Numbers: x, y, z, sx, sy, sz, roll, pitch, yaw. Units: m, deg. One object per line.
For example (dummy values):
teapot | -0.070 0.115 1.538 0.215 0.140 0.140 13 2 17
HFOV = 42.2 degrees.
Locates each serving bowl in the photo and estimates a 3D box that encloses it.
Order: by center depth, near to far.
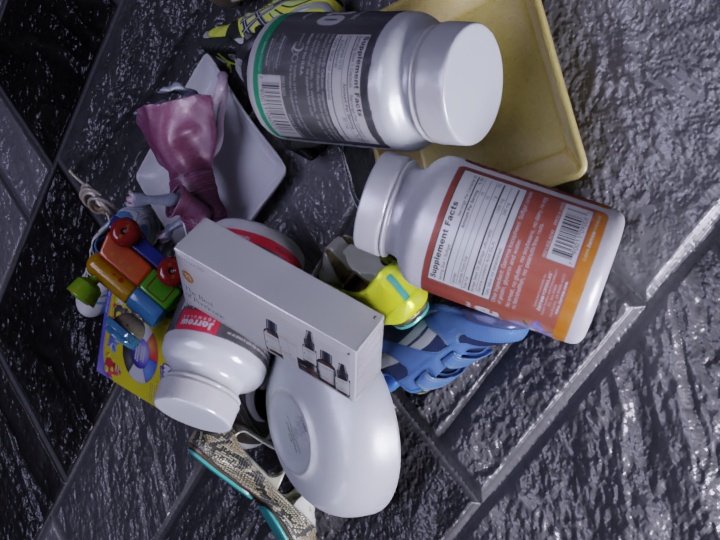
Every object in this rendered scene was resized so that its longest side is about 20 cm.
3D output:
serving bowl | -0.042 0.151 0.920 0.200 0.065 0.202 24 120 52

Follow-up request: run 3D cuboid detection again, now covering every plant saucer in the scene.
plant saucer | 0.095 -0.153 0.823 0.199 0.048 0.202 -17 88 39

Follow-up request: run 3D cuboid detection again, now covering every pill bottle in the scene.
pill bottle | 0.100 -0.025 0.750 0.199 0.112 0.113 20 106 13
pill bottle | 0.011 -0.160 0.785 0.199 0.113 0.114 11 99 35
pill bottle | -0.136 0.057 0.953 0.110 0.111 0.201 -8 54 41

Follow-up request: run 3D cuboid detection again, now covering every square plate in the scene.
square plate | -0.175 -0.113 1.092 0.200 0.028 0.199 -51 59 30

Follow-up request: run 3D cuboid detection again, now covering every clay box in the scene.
clay box | -0.247 0.101 1.151 0.199 0.047 0.116 20 104 40

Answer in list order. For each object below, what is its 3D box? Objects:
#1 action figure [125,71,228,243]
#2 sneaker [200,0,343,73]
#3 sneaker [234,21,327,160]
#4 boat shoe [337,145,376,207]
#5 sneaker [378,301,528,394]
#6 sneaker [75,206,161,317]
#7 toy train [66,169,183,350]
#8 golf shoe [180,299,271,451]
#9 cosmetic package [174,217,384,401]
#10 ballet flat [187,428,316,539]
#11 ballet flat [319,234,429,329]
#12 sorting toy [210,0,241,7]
action figure | -0.183 -0.099 1.041 0.148 0.134 0.202 -20 91 -3
sneaker | -0.089 -0.252 0.996 0.199 0.075 0.077 8 76 39
sneaker | -0.065 -0.167 0.912 0.066 0.200 0.091 -39 75 -7
boat shoe | -0.004 -0.148 0.910 0.072 0.071 0.202 -11 84 41
sneaker | 0.076 0.069 0.848 0.199 0.074 0.083 -12 82 50
sneaker | -0.328 -0.012 1.204 0.200 0.072 0.072 -49 63 33
toy train | -0.299 -0.010 1.085 0.200 0.085 0.116 40 79 0
golf shoe | -0.141 0.101 1.042 0.094 0.078 0.202 -13 94 9
cosmetic package | -0.075 0.035 0.844 0.199 0.051 0.083 28 143 20
ballet flat | -0.095 0.231 0.993 0.200 0.075 0.068 48 162 -5
ballet flat | 0.000 0.000 0.872 0.067 0.067 0.200 -45 23 -9
sorting toy | -0.127 -0.349 0.941 0.199 0.179 0.108 0 92 41
